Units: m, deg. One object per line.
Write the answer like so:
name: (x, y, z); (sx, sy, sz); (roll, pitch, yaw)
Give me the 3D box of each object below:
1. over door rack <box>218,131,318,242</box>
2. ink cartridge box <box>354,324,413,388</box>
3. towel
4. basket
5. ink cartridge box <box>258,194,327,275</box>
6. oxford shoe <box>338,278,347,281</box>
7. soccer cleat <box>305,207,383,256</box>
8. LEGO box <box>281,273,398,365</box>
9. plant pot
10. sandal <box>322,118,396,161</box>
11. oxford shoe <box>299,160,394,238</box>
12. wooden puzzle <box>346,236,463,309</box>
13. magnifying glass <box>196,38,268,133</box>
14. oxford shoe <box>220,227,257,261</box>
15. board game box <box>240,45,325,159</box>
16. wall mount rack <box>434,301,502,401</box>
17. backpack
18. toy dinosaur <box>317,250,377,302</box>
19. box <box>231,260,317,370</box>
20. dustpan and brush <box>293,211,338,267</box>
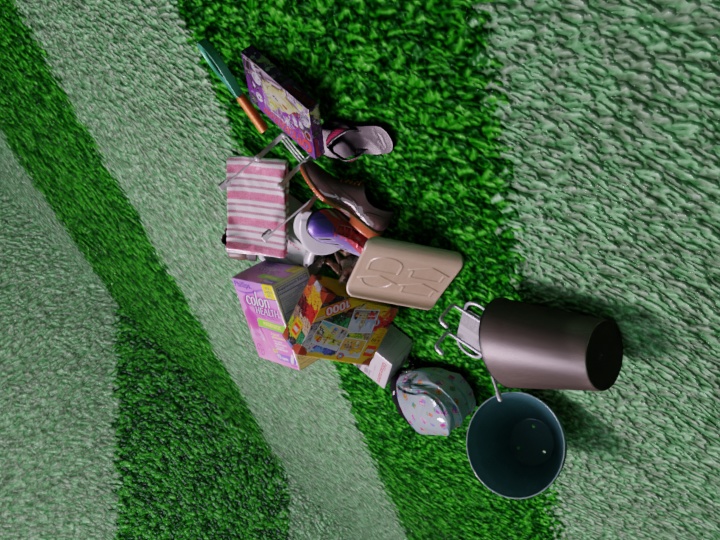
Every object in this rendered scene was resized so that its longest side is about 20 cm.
over door rack: (-0.167, -0.158, 1.633); (0.199, 0.067, 0.148); (-34, 104, 24)
ink cartridge box: (0.012, 0.159, 1.940); (0.199, 0.083, 0.148); (37, 153, 14)
towel: (-0.214, -0.132, 1.729); (0.144, 0.030, 0.204); (6, 101, 23)
basket: (0.321, 0.130, 1.402); (0.198, 0.137, 0.181); (2, 137, 49)
ink cartridge box: (-0.148, -0.063, 1.833); (0.146, 0.083, 0.201); (37, 154, 15)
oxford shoe: (-0.057, 0.101, 1.836); (0.070, 0.074, 0.203); (20, 106, 15)
soccer cleat: (-0.016, -0.064, 1.577); (0.198, 0.069, 0.073); (21, -175, -44)
LEGO box: (-0.041, 0.105, 1.744); (0.198, 0.151, 0.077); (13, -158, -40)
plant pot: (0.326, 0.347, 1.685); (0.198, 0.203, 0.134); (28, -175, 28)
sandal: (-0.020, -0.221, 1.454); (0.198, 0.045, 0.076); (7, 137, 51)
oxford shoe: (-0.023, -0.146, 1.557); (0.199, 0.071, 0.073); (39, 115, -2)
wooden puzzle: (0.079, -0.002, 1.573); (0.182, 0.047, 0.201); (10, 150, -8)
magnifying glass: (-0.240, -0.345, 1.580); (0.201, 0.022, 0.080); (53, 172, -16)
oxford shoe: (-0.270, -0.090, 1.883); (0.201, 0.083, 0.074); (-98, 7, -61)
board game box: (-0.137, -0.297, 1.484); (0.200, 0.032, 0.121); (44, 161, 29)
wall mount rack: (0.228, 0.154, 1.630); (0.172, 0.075, 0.201); (34, 154, 19)
backpack: (0.165, 0.290, 1.869); (0.199, 0.127, 0.168); (-7, 122, 54)
toy dinosaur: (0.000, 0.000, 1.728); (0.135, 0.087, 0.199); (29, 177, -33)
box: (-0.171, 0.094, 1.834); (0.175, 0.096, 0.203); (9, 120, 52)
dustpan and brush: (-0.080, -0.061, 1.673); (0.202, 0.137, 0.058); (112, 148, -42)
